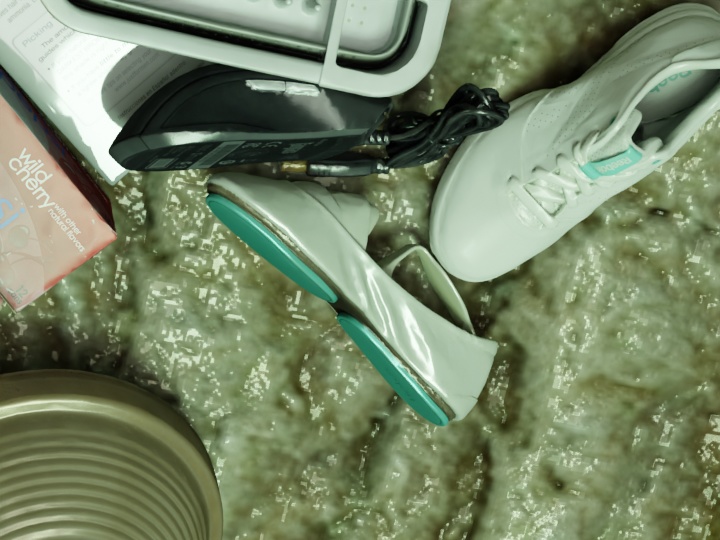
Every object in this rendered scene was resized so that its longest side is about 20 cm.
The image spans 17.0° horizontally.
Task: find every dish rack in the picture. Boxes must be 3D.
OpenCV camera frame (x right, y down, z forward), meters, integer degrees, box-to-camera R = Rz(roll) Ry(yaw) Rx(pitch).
[{"bbox_3d":[-0.048,-0.182,1.134,0.199,0.044,0.172,11,96,-17],"label":"dish rack"}]

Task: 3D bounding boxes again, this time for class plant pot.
[{"bbox_3d":[-0.164,0.158,1.265,0.200,0.093,0.201,-8,125,-12],"label":"plant pot"}]

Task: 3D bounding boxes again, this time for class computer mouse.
[{"bbox_3d":[-0.036,-0.077,1.214,0.199,0.140,0.046,-5,83,-16],"label":"computer mouse"}]

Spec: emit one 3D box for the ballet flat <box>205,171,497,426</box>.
[{"bbox_3d":[0.000,0.000,1.285,0.069,0.069,0.200,-42,113,7],"label":"ballet flat"}]

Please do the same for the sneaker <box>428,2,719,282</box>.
[{"bbox_3d":[0.120,-0.063,1.262,0.200,0.089,0.075,-41,111,6],"label":"sneaker"}]

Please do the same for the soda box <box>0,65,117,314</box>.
[{"bbox_3d":[-0.210,-0.080,1.220,0.070,0.063,0.200,-36,110,4],"label":"soda box"}]

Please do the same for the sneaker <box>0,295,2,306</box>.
[{"bbox_3d":[-0.241,-0.015,1.233,0.104,0.075,0.201,-8,113,-7],"label":"sneaker"}]

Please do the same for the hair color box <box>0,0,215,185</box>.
[{"bbox_3d":[-0.154,-0.152,1.206,0.099,0.061,0.200,-39,110,5],"label":"hair color box"}]
